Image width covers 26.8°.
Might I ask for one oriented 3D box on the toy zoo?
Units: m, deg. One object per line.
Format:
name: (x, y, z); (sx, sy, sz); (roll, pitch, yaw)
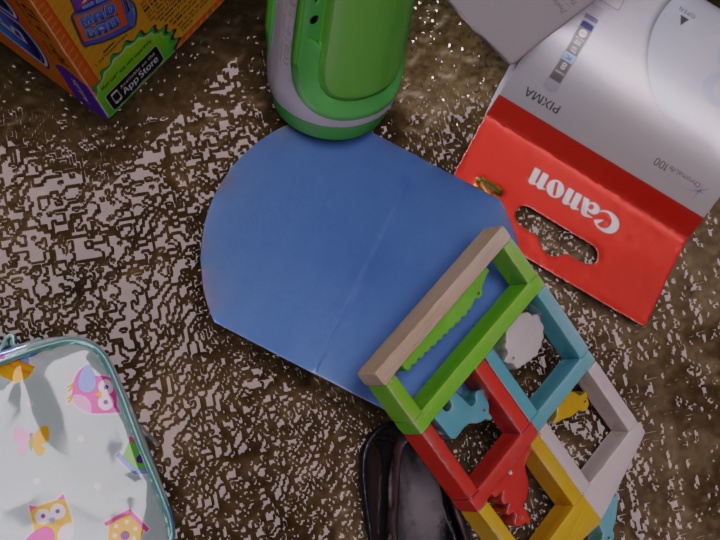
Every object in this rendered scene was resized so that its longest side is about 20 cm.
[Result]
toy zoo: (0.097, 0.091, 0.900); (0.131, 0.020, 0.200); (-46, 111, -29)

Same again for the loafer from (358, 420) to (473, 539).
loafer: (0.040, 0.187, 0.894); (0.072, 0.063, 0.201); (-11, 83, -11)

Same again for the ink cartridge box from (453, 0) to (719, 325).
ink cartridge box: (0.165, -0.091, 0.964); (0.160, 0.047, 0.201); (30, 76, -4)

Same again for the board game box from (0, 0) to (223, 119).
board game box: (-0.168, -0.250, 0.822); (0.200, 0.200, 0.200); (36, 76, 26)

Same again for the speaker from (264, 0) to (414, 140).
speaker: (-0.007, -0.171, 0.867); (0.088, 0.200, 0.089); (5, 49, -6)

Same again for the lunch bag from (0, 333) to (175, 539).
lunch bag: (-0.210, 0.127, 0.856); (0.199, 0.077, 0.161); (-21, 84, -12)

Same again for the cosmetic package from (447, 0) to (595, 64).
cosmetic package: (0.132, -0.228, 0.901); (0.200, 0.071, 0.101); (-36, 132, 19)

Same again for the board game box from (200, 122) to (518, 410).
board game box: (0.000, 0.000, 0.928); (0.199, 0.039, 0.158); (27, 67, -3)
